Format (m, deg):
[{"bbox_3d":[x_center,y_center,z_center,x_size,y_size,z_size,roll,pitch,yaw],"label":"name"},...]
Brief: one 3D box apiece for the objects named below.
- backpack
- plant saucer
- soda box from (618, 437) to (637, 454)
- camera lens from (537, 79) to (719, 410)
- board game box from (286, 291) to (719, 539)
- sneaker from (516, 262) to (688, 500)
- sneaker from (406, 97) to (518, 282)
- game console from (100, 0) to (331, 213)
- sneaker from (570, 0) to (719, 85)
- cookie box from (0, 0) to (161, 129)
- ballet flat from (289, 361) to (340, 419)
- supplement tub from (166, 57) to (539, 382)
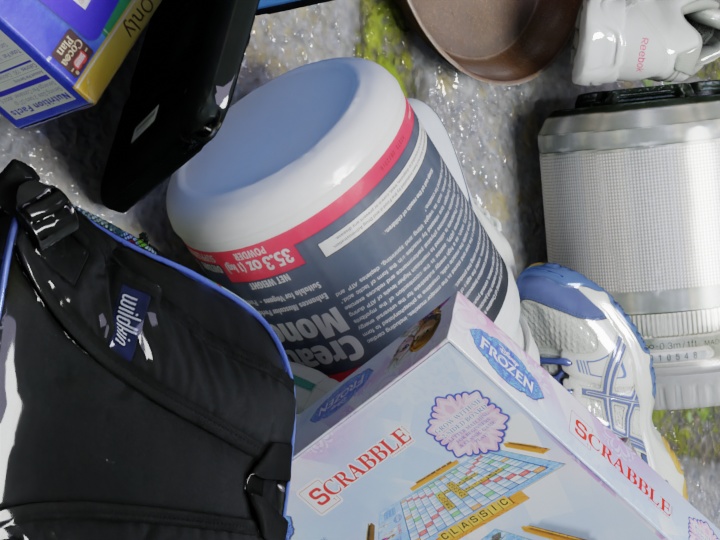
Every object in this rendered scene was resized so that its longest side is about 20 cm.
[{"bbox_3d":[-0.127,0.073,0.702,0.200,0.146,0.184,26,69,-50],"label":"backpack"},{"bbox_3d":[0.074,-0.217,1.059,0.200,0.034,0.202,1,88,-47],"label":"plant saucer"},{"bbox_3d":[0.069,0.134,0.929,0.063,0.199,0.070,-49,121,-34],"label":"soda box"},{"bbox_3d":[0.201,-0.020,1.094,0.159,0.159,0.201,-9,96,-45],"label":"camera lens"},{"bbox_3d":[0.046,0.136,0.825,0.199,0.200,0.041,42,31,-16],"label":"board game box"},{"bbox_3d":[0.134,0.095,1.007,0.088,0.075,0.201,-36,109,-33],"label":"sneaker"},{"bbox_3d":[0.052,-0.019,1.016,0.071,0.073,0.201,-46,130,-46],"label":"sneaker"},{"bbox_3d":[-0.034,-0.110,0.811,0.116,0.200,0.177,19,75,-17],"label":"game console"},{"bbox_3d":[0.197,-0.165,1.103,0.200,0.099,0.078,-64,164,-57],"label":"sneaker"},{"bbox_3d":[-0.169,-0.197,0.771,0.200,0.075,0.172,43,61,-29],"label":"cookie box"},{"bbox_3d":[-0.012,0.130,0.891,0.069,0.069,0.201,-48,134,-35],"label":"ballet flat"},{"bbox_3d":[0.000,0.000,0.904,0.141,0.140,0.200,-53,123,-32],"label":"supplement tub"}]
